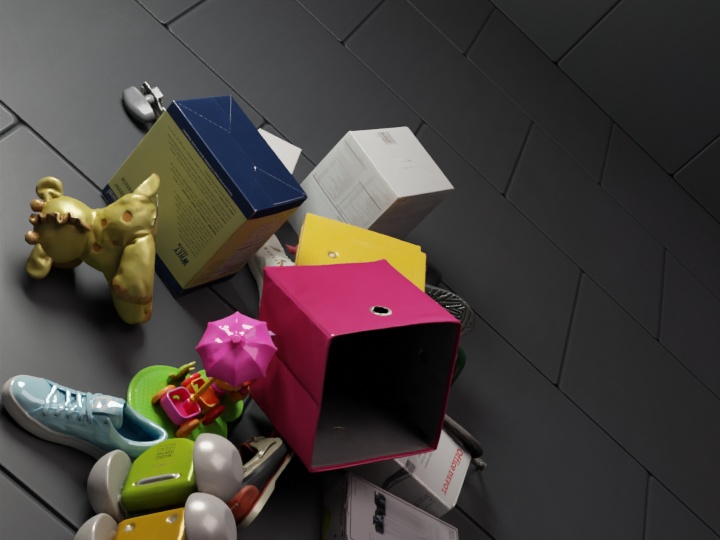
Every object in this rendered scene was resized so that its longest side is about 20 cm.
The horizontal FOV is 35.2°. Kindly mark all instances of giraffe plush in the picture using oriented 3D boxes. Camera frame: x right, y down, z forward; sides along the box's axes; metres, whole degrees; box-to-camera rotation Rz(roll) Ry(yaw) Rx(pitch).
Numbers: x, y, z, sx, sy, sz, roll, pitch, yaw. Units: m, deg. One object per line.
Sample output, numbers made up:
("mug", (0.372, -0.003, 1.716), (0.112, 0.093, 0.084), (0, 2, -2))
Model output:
("giraffe plush", (-0.345, -0.037, 1.459), (0.161, 0.200, 0.173), (4, 47, -10))

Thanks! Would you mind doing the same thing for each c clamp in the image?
("c clamp", (0.120, 0.243, 1.748), (0.200, 0.027, 0.171), (40, -13, 4))

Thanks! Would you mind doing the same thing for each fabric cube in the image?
("fabric cube", (-0.013, 0.115, 1.479), (0.195, 0.201, 0.199), (-4, 27, -29))

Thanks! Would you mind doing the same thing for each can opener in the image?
("can opener", (-0.311, -0.213, 1.803), (0.067, 0.053, 0.200), (-26, 73, -25))

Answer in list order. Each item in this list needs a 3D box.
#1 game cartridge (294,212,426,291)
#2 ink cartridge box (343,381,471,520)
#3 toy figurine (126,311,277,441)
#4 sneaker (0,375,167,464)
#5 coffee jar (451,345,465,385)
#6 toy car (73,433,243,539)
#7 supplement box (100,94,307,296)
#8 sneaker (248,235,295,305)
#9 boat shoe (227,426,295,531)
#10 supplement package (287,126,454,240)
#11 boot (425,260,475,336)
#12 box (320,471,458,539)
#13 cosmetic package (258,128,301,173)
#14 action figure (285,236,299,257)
("game cartridge", (0.000, 0.000, 1.706), (0.199, 0.033, 0.177), (17, 38, -8))
("ink cartridge box", (0.052, 0.261, 1.645), (0.200, 0.084, 0.146), (43, 30, -4))
("toy figurine", (-0.167, 0.128, 1.433), (0.150, 0.184, 0.200), (53, 31, 11))
("sneaker", (-0.312, 0.163, 1.313), (0.200, 0.082, 0.074), (30, 33, -25))
("coffee jar", (0.084, 0.128, 1.763), (0.085, 0.104, 0.200), (37, 1, 33))
("toy car", (-0.209, 0.285, 1.253), (0.200, 0.174, 0.150), (-90, 163, -50))
("supplement box", (-0.224, -0.108, 1.621), (0.200, 0.200, 0.134), (53, 31, 11))
("sneaker", (-0.119, -0.001, 1.743), (0.073, 0.085, 0.201), (19, 39, -36))
("boat shoe", (-0.132, 0.247, 1.454), (0.063, 0.071, 0.200), (40, 35, -5))
("supplement package", (0.011, -0.123, 1.931), (0.147, 0.200, 0.191), (54, 31, 14))
("boot", (0.120, 0.038, 1.928), (0.164, 0.066, 0.200), (28, 10, 0))
("box", (0.042, 0.369, 1.530), (0.200, 0.060, 0.117), (32, 34, -24))
("cosmetic package", (-0.162, -0.131, 1.783), (0.085, 0.108, 0.200), (25, 28, -6))
("action figure", (-0.049, 0.029, 1.800), (0.200, 0.134, 0.149), (40, 58, -17))
